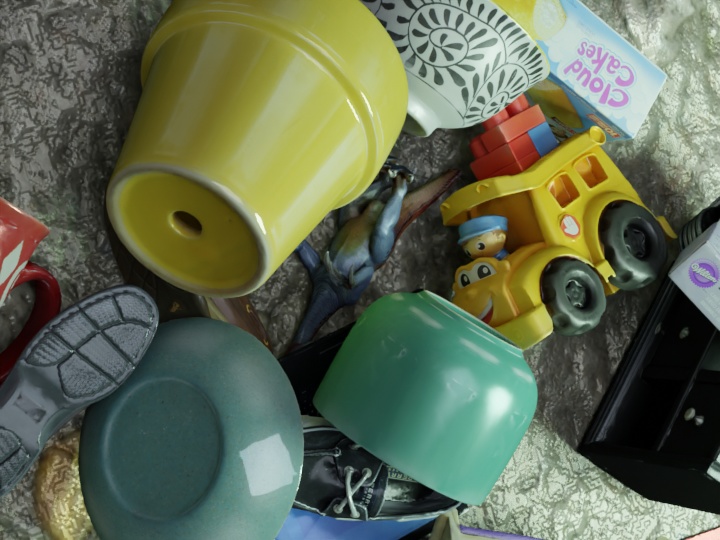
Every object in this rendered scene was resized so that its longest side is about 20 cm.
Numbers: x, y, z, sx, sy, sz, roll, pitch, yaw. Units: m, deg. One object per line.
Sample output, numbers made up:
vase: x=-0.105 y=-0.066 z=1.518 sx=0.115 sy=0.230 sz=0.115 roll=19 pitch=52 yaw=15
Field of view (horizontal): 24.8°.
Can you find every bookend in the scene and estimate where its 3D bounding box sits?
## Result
bookend: x=0.309 y=0.099 z=1.394 sx=0.092 sy=0.200 sz=0.200 roll=34 pitch=78 yaw=-19

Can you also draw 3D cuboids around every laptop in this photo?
laptop: x=-0.002 y=0.142 z=1.308 sx=0.176 sy=0.201 sz=0.103 roll=-26 pitch=57 yaw=-22

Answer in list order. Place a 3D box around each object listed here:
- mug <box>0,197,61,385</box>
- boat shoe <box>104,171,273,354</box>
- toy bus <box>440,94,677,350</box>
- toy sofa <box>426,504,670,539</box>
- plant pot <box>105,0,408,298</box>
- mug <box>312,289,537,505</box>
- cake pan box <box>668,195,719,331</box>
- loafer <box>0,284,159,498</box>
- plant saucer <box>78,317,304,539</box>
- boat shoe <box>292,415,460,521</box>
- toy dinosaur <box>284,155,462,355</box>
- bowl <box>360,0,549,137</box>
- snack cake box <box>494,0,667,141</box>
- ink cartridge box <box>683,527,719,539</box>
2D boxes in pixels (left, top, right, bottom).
mug: x=-0.308 y=0.038 z=1.169 sx=0.177 sy=0.133 sz=0.201 roll=30 pitch=81 yaw=-18
boat shoe: x=-0.133 y=0.005 z=1.283 sx=0.067 sy=0.072 sz=0.201 roll=-32 pitch=95 yaw=-53
toy bus: x=0.134 y=-0.040 z=1.343 sx=0.199 sy=0.135 sz=0.193 roll=-34 pitch=96 yaw=-38
toy sofa: x=0.151 y=0.244 z=1.344 sx=0.198 sy=0.098 sz=0.083 roll=10 pitch=126 yaw=-9
plant pot: x=-0.088 y=-0.092 z=1.194 sx=0.201 sy=0.200 sz=0.190 roll=42 pitch=50 yaw=-17
mug: x=0.057 y=0.085 z=1.235 sx=0.151 sy=0.185 sz=0.115 roll=31 pitch=94 yaw=4
cake pan box: x=0.350 y=0.025 z=1.369 sx=0.200 sy=0.184 sz=0.052 roll=46 pitch=117 yaw=0
loafer: x=-0.233 y=0.085 z=1.220 sx=0.072 sy=0.063 sz=0.200 roll=45 pitch=82 yaw=-15
plant saucer: x=-0.137 y=0.133 z=1.213 sx=0.039 sy=0.199 sz=0.203 roll=19 pitch=80 yaw=-61
boat shoe: x=-0.006 y=0.162 z=1.265 sx=0.198 sy=0.068 sz=0.072 roll=12 pitch=103 yaw=-36
toy dinosaur: x=0.000 y=0.000 z=1.326 sx=0.198 sy=0.105 sz=0.183 roll=8 pitch=105 yaw=-33
bowl: x=0.039 y=-0.168 z=1.285 sx=0.200 sy=0.200 sz=0.095 roll=35 pitch=83 yaw=-19
snack cake box: x=0.144 y=-0.189 z=1.372 sx=0.199 sy=0.115 sz=0.068 roll=35 pitch=77 yaw=-18
ink cartridge box: x=0.274 y=0.333 z=1.459 sx=0.198 sy=0.050 sz=0.163 roll=-14 pitch=95 yaw=-21
